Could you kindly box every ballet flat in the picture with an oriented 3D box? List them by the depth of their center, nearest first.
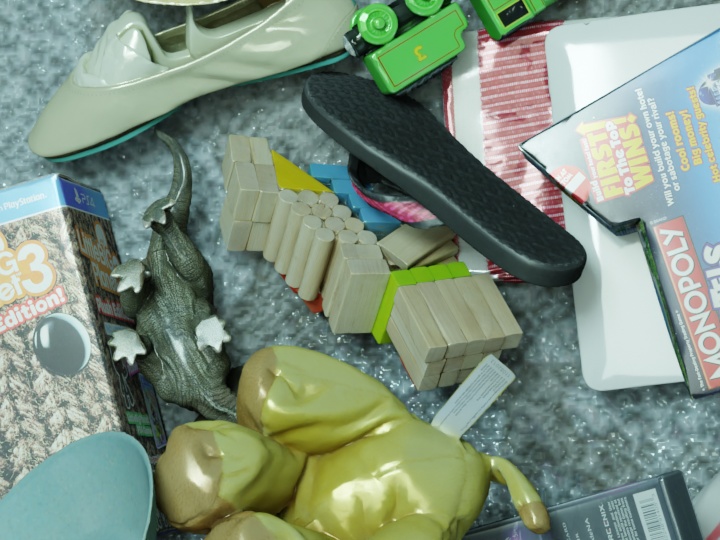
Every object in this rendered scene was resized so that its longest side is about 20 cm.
[{"bbox_3d":[-0.099,-0.124,1.238,0.199,0.069,0.070,-21,84,0],"label":"ballet flat"}]

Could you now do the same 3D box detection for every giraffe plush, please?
[{"bbox_3d":[-0.013,0.141,1.159,0.199,0.162,0.173,-24,65,-33],"label":"giraffe plush"}]

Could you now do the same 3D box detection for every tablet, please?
[{"bbox_3d":[0.173,-0.041,1.204,0.129,0.014,0.201,-7,83,8],"label":"tablet"}]

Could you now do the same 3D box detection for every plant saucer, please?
[{"bbox_3d":[-0.156,0.173,1.088,0.039,0.201,0.201,39,92,-27],"label":"plant saucer"}]

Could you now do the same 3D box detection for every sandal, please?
[{"bbox_3d":[0.035,-0.042,1.201,0.200,0.075,0.045,41,126,27],"label":"sandal"}]

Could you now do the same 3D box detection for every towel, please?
[{"bbox_3d":[0.145,-0.069,1.228,0.199,0.023,0.145,-3,85,7],"label":"towel"}]

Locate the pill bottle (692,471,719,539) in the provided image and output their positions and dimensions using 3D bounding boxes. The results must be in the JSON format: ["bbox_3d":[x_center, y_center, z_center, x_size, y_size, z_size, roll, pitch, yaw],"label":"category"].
[{"bbox_3d":[0.232,0.204,1.153,0.200,0.109,0.109,41,92,8],"label":"pill bottle"}]

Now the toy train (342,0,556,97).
[{"bbox_3d":[0.083,-0.161,1.222,0.199,0.042,0.057,-32,97,-6],"label":"toy train"}]

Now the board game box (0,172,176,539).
[{"bbox_3d":[-0.202,0.067,1.225,0.159,0.097,0.201,-17,84,6],"label":"board game box"}]

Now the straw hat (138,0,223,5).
[{"bbox_3d":[-0.090,-0.244,1.239,0.200,0.085,0.202,0,91,10],"label":"straw hat"}]

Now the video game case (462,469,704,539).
[{"bbox_3d":[0.117,0.190,1.143,0.019,0.200,0.144,-13,82,-34],"label":"video game case"}]

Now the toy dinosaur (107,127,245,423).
[{"bbox_3d":[-0.102,0.023,1.221,0.077,0.102,0.201,-22,69,-4],"label":"toy dinosaur"}]

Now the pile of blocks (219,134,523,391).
[{"bbox_3d":[0.000,0.000,1.229,0.200,0.082,0.062,40,136,22],"label":"pile of blocks"}]

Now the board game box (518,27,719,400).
[{"bbox_3d":[0.193,-0.041,1.164,0.199,0.062,0.201,-16,83,8],"label":"board game box"}]
